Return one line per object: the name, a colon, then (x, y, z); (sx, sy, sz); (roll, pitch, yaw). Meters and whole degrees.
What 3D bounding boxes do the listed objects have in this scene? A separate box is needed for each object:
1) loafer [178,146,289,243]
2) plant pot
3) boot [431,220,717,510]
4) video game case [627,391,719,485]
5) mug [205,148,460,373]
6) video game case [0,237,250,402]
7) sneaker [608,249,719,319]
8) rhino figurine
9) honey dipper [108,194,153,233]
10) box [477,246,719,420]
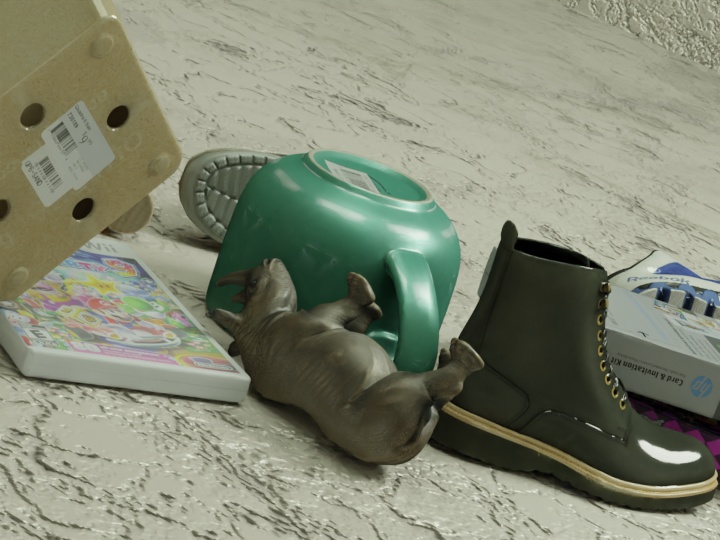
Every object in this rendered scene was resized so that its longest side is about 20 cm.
loafer: (-0.058, -0.047, 1.564); (0.199, 0.076, 0.069); (12, 5, -42)
plant pot: (-0.216, -0.105, 1.211); (0.177, 0.200, 0.200); (43, -16, 35)
boot: (0.149, 0.061, 1.311); (0.199, 0.139, 0.077); (15, 16, -23)
video game case: (0.201, 0.083, 1.490); (0.199, 0.036, 0.181); (23, 17, 11)
mug: (0.001, -0.003, 1.382); (0.184, 0.115, 0.152); (27, 17, 23)
video game case: (-0.167, 0.019, 1.279); (0.142, 0.018, 0.200); (9, 19, -33)
sneaker: (0.266, 0.031, 1.666); (0.198, 0.081, 0.115); (12, 20, -22)
rhino figurine: (-0.021, 0.046, 1.260); (0.199, 0.088, 0.060); (31, -17, 37)
honey dipper: (-0.175, -0.069, 1.544); (0.038, 0.038, 0.200); (16, 12, -15)
box: (0.186, 0.047, 1.430); (0.199, 0.041, 0.156); (19, 11, -11)
